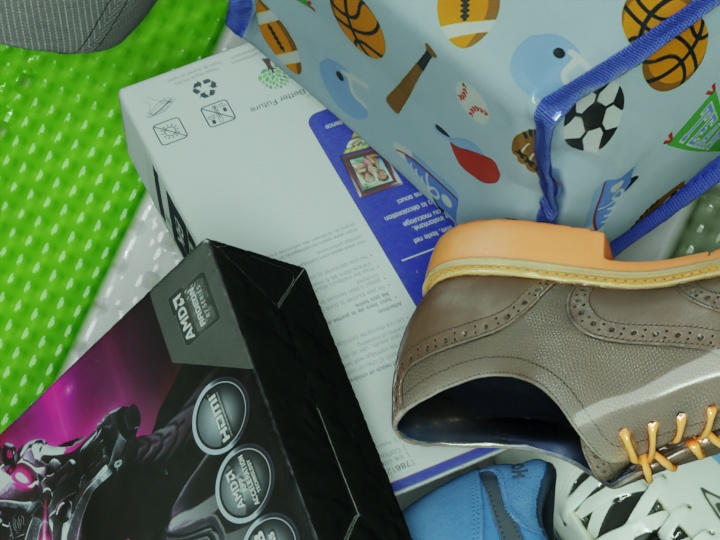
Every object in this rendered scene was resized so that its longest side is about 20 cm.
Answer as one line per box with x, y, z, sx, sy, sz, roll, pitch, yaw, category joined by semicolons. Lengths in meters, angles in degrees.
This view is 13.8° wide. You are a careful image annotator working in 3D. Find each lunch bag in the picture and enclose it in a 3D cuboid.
0.077;-0.112;0.978;0.200;0.124;0.170;-38;63;-22;lunch bag

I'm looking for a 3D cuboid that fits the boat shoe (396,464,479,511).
0.043;0.156;0.968;0.070;0.071;0.201;-43;68;36;boat shoe

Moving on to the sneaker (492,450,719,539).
0.107;0.098;0.949;0.072;0.072;0.200;-43;66;8;sneaker

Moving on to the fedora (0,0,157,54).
-0.129;-0.149;1.065;0.200;0.176;0.091;46;125;21;fedora

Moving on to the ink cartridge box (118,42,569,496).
0.000;0.000;0.983;0.099;0.039;0.200;-20;51;-12;ink cartridge box

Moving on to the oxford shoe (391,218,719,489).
0.102;0.036;0.869;0.199;0.071;0.073;3;53;32;oxford shoe

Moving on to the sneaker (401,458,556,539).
0.073;0.146;0.884;0.078;0.066;0.201;-27;67;-4;sneaker

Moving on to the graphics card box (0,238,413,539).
-0.076;0.100;0.930;0.200;0.051;0.126;-41;52;28;graphics card box
